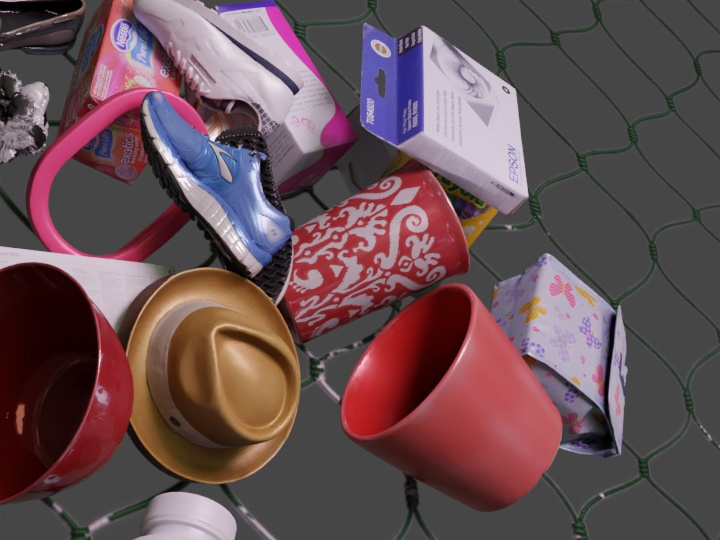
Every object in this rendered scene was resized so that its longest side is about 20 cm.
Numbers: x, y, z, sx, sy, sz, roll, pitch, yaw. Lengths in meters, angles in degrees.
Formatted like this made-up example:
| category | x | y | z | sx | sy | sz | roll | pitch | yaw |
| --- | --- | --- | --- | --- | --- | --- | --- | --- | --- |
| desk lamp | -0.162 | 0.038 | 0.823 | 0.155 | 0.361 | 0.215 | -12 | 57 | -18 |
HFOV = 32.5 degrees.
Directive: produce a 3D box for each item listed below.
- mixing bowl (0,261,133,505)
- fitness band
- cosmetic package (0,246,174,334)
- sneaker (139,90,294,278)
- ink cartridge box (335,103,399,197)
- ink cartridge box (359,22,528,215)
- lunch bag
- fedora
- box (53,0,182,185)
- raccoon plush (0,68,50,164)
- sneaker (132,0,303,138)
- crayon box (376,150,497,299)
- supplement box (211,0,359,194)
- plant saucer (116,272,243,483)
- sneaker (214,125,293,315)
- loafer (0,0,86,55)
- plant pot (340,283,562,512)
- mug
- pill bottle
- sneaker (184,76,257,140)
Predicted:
| category | x | y | z | sx | sy | sz | roll | pitch | yaw |
| --- | --- | --- | --- | --- | --- | --- | --- | --- | --- |
| mixing bowl | -0.262 | 0.107 | 1.025 | 0.108 | 0.198 | 0.202 | 37 | 34 | -54 |
| fitness band | -0.233 | -0.088 | 1.213 | 0.200 | 0.037 | 0.144 | -43 | 111 | -12 |
| cosmetic package | -0.265 | 0.032 | 1.158 | 0.198 | 0.051 | 0.083 | 8 | 59 | -37 |
| sneaker | -0.136 | -0.092 | 1.171 | 0.089 | 0.079 | 0.201 | -37 | 84 | -17 |
| ink cartridge box | 0.075 | -0.137 | 1.551 | 0.199 | 0.083 | 0.146 | -14 | 70 | -45 |
| ink cartridge box | 0.091 | -0.178 | 1.340 | 0.199 | 0.041 | 0.201 | 27 | 39 | -23 |
| lunch bag | 0.252 | 0.108 | 1.492 | 0.199 | 0.127 | 0.171 | 39 | 44 | -20 |
| fedora | -0.115 | 0.095 | 1.104 | 0.199 | 0.081 | 0.204 | 2 | 87 | -39 |
| box | -0.249 | -0.207 | 1.315 | 0.095 | 0.100 | 0.202 | 25 | 47 | -24 |
| raccoon plush | -0.383 | -0.125 | 1.180 | 0.198 | 0.134 | 0.098 | -25 | 92 | -15 |
| sneaker | -0.158 | -0.217 | 1.276 | 0.199 | 0.076 | 0.081 | 33 | 84 | 0 |
| crayon box | 0.079 | -0.074 | 1.417 | 0.125 | 0.201 | 0.052 | 29 | 23 | -20 |
| supplement box | -0.107 | -0.198 | 1.428 | 0.101 | 0.103 | 0.201 | -19 | 72 | -47 |
| plant saucer | -0.145 | 0.099 | 1.174 | 0.199 | 0.034 | 0.203 | 16 | 68 | -43 |
| sneaker | -0.105 | -0.040 | 1.242 | 0.069 | 0.094 | 0.202 | -11 | 66 | -3 |
| loafer | -0.375 | -0.260 | 1.274 | 0.199 | 0.063 | 0.072 | -15 | 70 | -46 |
| plant pot | 0.104 | 0.147 | 1.302 | 0.177 | 0.200 | 0.202 | 42 | 41 | -21 |
| mug | 0.004 | 0.003 | 1.317 | 0.198 | 0.179 | 0.133 | -27 | 36 | -12 |
| pill bottle | -0.161 | 0.288 | 1.010 | 0.112 | 0.112 | 0.201 | 30 | 46 | -19 |
| sneaker | -0.140 | -0.146 | 1.326 | 0.091 | 0.076 | 0.203 | -2 | 82 | 4 |
